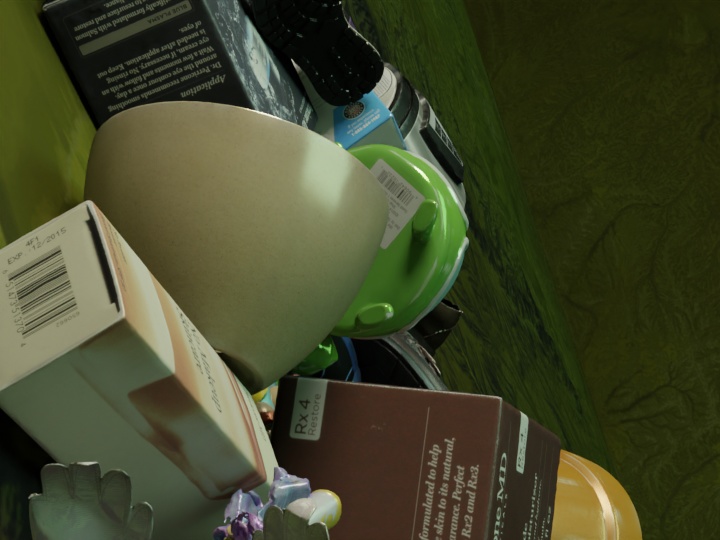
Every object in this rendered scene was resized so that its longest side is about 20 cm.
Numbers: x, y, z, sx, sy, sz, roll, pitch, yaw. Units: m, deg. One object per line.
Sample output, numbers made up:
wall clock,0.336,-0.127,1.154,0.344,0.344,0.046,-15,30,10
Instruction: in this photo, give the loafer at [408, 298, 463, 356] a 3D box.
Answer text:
loafer,0.031,0.001,1.569,0.073,0.071,0.200,45,-5,42

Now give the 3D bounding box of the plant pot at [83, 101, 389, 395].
plant pot,-0.092,0.003,1.125,0.200,0.200,0.135,52,45,-54

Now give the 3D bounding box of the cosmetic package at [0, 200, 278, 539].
cosmetic package,-0.129,0.069,0.993,0.200,0.087,0.103,56,6,-47

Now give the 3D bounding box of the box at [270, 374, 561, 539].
box,0.037,0.178,1.261,0.200,0.164,0.166,37,60,-68

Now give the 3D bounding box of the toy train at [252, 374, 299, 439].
toy train,-0.084,0.072,1.288,0.200,0.056,0.151,5,64,-76

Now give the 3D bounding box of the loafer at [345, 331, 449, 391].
loafer,0.017,0.060,1.490,0.200,0.072,0.063,42,48,14

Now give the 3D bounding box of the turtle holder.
turtle holder,0.011,-0.001,1.356,0.132,0.141,0.186,12,89,-67

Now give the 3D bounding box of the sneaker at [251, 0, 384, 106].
sneaker,-0.053,-0.214,1.386,0.088,0.076,0.200,57,-2,34

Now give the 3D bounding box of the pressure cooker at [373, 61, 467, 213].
pressure cooker,-0.009,-0.098,1.637,0.200,0.176,0.179,60,43,-32

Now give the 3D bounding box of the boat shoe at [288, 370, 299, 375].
boat shoe,-0.017,0.155,1.410,0.074,0.066,0.200,-8,76,-76

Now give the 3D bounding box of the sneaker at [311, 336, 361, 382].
sneaker,-0.062,0.041,1.438,0.078,0.070,0.200,-39,109,-60

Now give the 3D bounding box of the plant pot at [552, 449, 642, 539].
plant pot,0.138,0.253,1.668,0.183,0.200,0.201,29,39,-51

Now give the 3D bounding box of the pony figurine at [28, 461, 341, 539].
pony figurine,-0.076,0.181,0.918,0.200,0.166,0.194,-32,130,-63

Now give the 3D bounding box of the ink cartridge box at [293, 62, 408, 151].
ink cartridge box,-0.062,-0.148,1.519,0.200,0.115,0.068,53,-4,31

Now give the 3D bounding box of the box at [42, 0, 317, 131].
box,-0.129,-0.154,1.344,0.197,0.117,0.200,-81,148,-68
